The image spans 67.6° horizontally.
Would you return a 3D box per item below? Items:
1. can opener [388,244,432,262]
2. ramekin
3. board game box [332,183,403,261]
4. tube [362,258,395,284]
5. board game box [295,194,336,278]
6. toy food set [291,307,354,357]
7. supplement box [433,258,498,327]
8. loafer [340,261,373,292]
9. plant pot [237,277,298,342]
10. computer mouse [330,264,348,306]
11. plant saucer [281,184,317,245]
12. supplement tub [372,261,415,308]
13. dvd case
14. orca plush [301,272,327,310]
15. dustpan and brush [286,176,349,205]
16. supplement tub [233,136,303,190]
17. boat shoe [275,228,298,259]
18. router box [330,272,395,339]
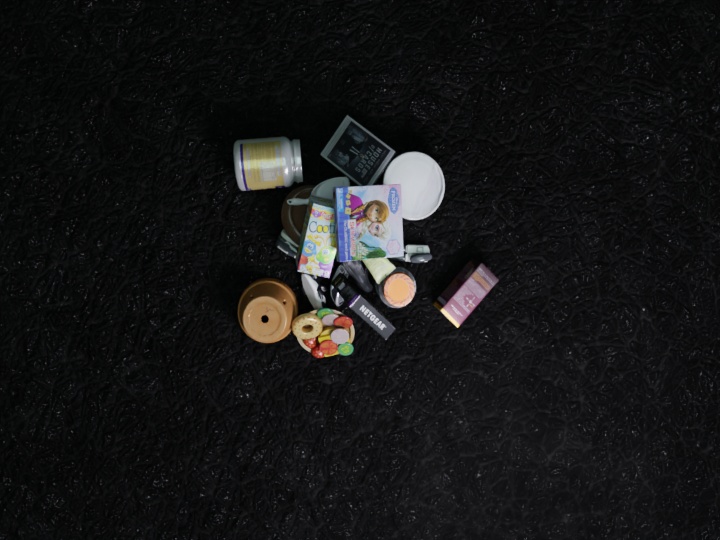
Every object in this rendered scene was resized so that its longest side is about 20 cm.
[{"bbox_3d":[0.132,-0.055,1.722,0.192,0.067,0.056,1,97,-6],"label":"can opener"},{"bbox_3d":[0.160,-0.263,1.684,0.194,0.094,0.211,-1,97,-5],"label":"ramekin"},{"bbox_3d":[0.023,-0.135,1.514,0.192,0.041,0.208,-6,98,-15],"label":"board game box"},{"bbox_3d":[0.016,-0.062,1.583,0.051,0.058,0.202,-36,84,-24],"label":"tube"},{"bbox_3d":[-0.119,-0.100,1.578,0.101,0.103,0.206,11,108,-14],"label":"board game box"},{"bbox_3d":[-0.110,0.200,1.704,0.191,0.049,0.205,-13,124,7],"label":"toy food set"},{"bbox_3d":[0.337,0.071,1.737,0.085,0.110,0.201,41,92,-10],"label":"supplement box"},{"bbox_3d":[0.000,0.000,1.673,0.070,0.068,0.201,-39,140,0],"label":"loafer"},{"bbox_3d":[-0.292,0.136,1.671,0.192,0.140,0.208,-1,98,-4],"label":"plant pot"},{"bbox_3d":[-0.068,0.012,1.706,0.042,0.109,0.207,14,105,18],"label":"computer mouse"},{"bbox_3d":[-0.146,-0.169,1.662,0.193,0.034,0.208,4,79,-19],"label":"plant saucer"},{"bbox_3d":[0.105,0.044,1.665,0.118,0.200,0.128,-1,98,-6],"label":"supplement tub"},{"bbox_3d":[-0.009,-0.358,1.656,0.198,0.025,0.152,38,93,14],"label":"dvd case"},{"bbox_3d":[-0.121,0.081,1.716,0.070,0.104,0.204,-34,98,-32],"label":"orca plush"},{"bbox_3d":[-0.126,-0.214,1.638,0.194,0.057,0.145,-2,80,-27],"label":"dustpan and brush"},{"bbox_3d":[-0.273,-0.321,1.609,0.192,0.145,0.151,-5,98,-4],"label":"supplement tub"},{"bbox_3d":[-0.176,-0.052,1.694,0.197,0.076,0.061,36,113,-6],"label":"boat shoe"},{"bbox_3d":[0.008,0.109,1.654,0.051,0.149,0.200,-45,127,1],"label":"router box"}]
